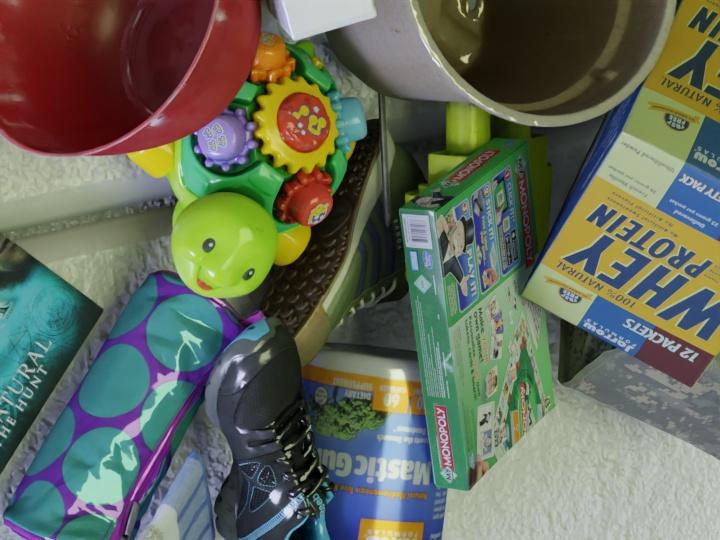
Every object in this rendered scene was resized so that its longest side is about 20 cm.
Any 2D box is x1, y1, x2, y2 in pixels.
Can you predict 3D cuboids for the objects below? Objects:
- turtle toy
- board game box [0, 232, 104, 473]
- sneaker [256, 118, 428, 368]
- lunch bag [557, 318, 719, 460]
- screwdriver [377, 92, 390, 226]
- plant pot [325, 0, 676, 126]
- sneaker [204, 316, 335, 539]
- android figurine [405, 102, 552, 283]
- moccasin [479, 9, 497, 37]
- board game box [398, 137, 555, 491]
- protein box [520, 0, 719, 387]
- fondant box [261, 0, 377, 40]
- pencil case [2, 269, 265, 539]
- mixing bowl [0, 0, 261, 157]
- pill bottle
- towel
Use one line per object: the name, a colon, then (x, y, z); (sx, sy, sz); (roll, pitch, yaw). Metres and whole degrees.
turtle toy: (-0.069, -0.069, 1.669); (0.146, 0.101, 0.200); (36, 64, -25)
board game box: (-0.266, 0.071, 1.622); (0.135, 0.028, 0.200); (38, 75, -31)
sneaker: (0.000, 0.000, 1.745); (0.090, 0.067, 0.201); (44, 54, -33)
lunch bag: (0.235, 0.011, 1.884); (0.164, 0.118, 0.200); (25, 52, -29)
screwdriver: (0.017, -0.126, 1.747); (0.029, 0.028, 0.201); (4, 74, -39)
plant pot: (0.070, -0.185, 1.659); (0.200, 0.183, 0.201); (1, 88, -28)
sneaker: (-0.048, 0.114, 1.656); (0.073, 0.082, 0.200); (-36, 142, -30)
android figurine: (0.087, -0.027, 1.792); (0.182, 0.041, 0.201); (-21, 115, -57)
moccasin: (0.157, -0.175, 1.845); (0.200, 0.080, 0.068); (6, 107, -46)
board game box: (0.081, 0.028, 1.725); (0.135, 0.029, 0.201); (-38, 126, -52)
protein box: (0.227, -0.072, 1.719); (0.135, 0.199, 0.200); (28, 53, 0)
fondant box: (-0.054, -0.238, 1.612); (0.058, 0.200, 0.145); (-18, 111, -6)
pencil case: (-0.145, 0.099, 1.664); (0.200, 0.092, 0.085); (-61, 148, -13)
mixing bowl: (-0.135, -0.154, 1.600); (0.108, 0.200, 0.201); (19, 85, -54)
pill bottle: (0.003, 0.154, 1.759); (0.112, 0.112, 0.201); (5, 93, -33)
towel: (-0.152, 0.223, 1.651); (0.024, 0.147, 0.200); (26, 66, 12)
